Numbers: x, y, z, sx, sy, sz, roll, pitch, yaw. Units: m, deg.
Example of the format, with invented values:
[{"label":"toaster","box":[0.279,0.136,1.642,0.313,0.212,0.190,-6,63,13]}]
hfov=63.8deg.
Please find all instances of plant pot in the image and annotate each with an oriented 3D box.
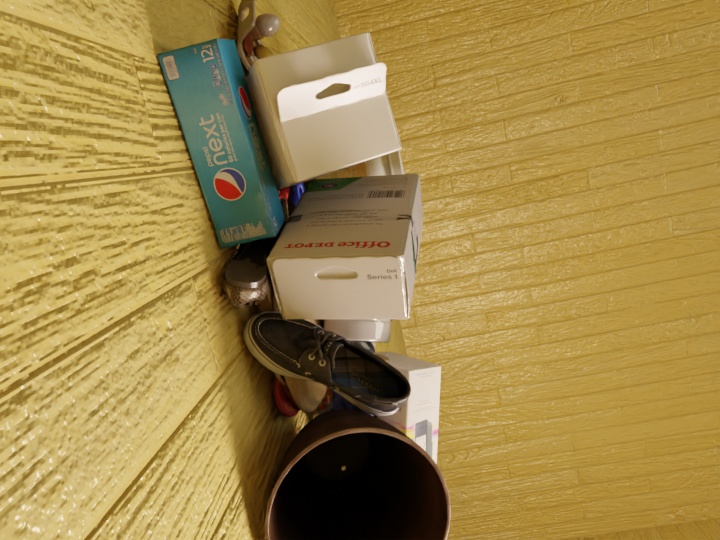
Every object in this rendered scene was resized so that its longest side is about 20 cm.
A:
[{"label":"plant pot","box":[-0.016,0.238,0.665,0.200,0.185,0.189,-152,-130,-80]}]

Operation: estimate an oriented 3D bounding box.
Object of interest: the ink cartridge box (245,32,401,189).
[{"label":"ink cartridge box","box":[-0.051,-0.171,0.652,0.200,0.128,0.126,-163,-126,-72]}]

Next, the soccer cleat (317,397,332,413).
[{"label":"soccer cleat","box":[-0.025,0.240,0.942,0.200,0.069,0.078,31,56,-82]}]

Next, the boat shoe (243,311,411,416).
[{"label":"boat shoe","box":[-0.032,0.099,0.636,0.070,0.199,0.066,-61,-172,-31]}]

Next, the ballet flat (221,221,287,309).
[{"label":"ballet flat","box":[-0.113,-0.011,0.666,0.200,0.067,0.047,-80,178,-64]}]

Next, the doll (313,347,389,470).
[{"label":"doll","box":[-0.006,0.212,0.801,0.048,0.136,0.202,-10,112,-57]}]

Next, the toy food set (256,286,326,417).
[{"label":"toy food set","box":[-0.087,0.090,0.751,0.200,0.048,0.200,61,20,-69]}]

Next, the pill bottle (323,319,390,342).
[{"label":"pill bottle","box":[0.000,0.000,0.826,0.114,0.113,0.202,43,50,-78]}]

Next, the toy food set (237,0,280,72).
[{"label":"toy food set","box":[-0.121,-0.304,0.878,0.144,0.060,0.200,-103,166,-47]}]

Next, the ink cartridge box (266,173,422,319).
[{"label":"ink cartridge box","box":[-0.007,-0.033,0.669,0.201,0.145,0.085,-73,158,-55]}]

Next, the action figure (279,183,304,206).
[{"label":"action figure","box":[-0.092,-0.120,0.800,0.066,0.051,0.202,-96,179,-65]}]

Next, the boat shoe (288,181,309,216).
[{"label":"boat shoe","box":[-0.097,-0.131,0.925,0.063,0.073,0.202,50,23,-66]}]

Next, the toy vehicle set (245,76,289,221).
[{"label":"toy vehicle set","box":[-0.136,-0.148,0.807,0.124,0.026,0.202,59,21,-70]}]

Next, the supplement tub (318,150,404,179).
[{"label":"supplement tub","box":[-0.018,-0.134,1.017,0.145,0.198,0.146,-11,90,-83]}]

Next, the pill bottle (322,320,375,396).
[{"label":"pill bottle","box":[-0.029,0.108,0.943,0.201,0.105,0.107,-92,168,-49]}]

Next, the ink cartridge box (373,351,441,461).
[{"label":"ink cartridge box","box":[0.049,0.227,0.827,0.117,0.067,0.202,7,-85,52]}]

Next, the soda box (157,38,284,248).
[{"label":"soda box","box":[-0.140,-0.132,0.609,0.068,0.064,0.202,-83,161,-69]}]
